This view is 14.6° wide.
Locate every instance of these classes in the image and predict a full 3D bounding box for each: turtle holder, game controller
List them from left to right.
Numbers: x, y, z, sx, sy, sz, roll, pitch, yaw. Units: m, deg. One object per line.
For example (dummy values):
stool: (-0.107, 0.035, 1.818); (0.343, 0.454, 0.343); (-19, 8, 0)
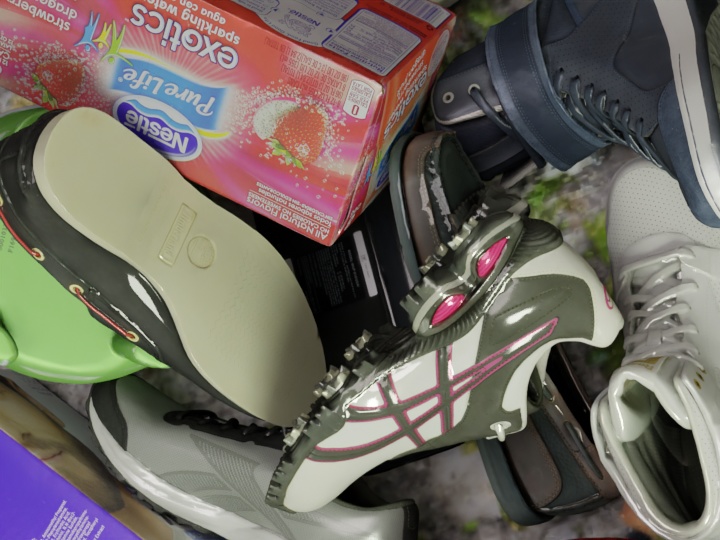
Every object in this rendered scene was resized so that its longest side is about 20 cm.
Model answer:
turtle holder: (-0.168, -0.012, 1.413); (0.185, 0.132, 0.141); (-13, 99, -15)
game controller: (0.000, 0.000, 1.416); (0.104, 0.042, 0.201); (-23, 75, 35)

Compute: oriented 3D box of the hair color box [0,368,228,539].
hair color box: (-0.141, 0.126, 1.423); (0.200, 0.109, 0.065); (33, 99, 22)

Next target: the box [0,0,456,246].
box: (-0.069, -0.108, 1.345); (0.200, 0.100, 0.096); (26, 122, 11)

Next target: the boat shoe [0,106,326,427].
boat shoe: (-0.094, 0.001, 1.339); (0.063, 0.201, 0.074); (-11, 42, 50)

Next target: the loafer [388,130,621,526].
loafer: (0.075, 0.023, 1.336); (0.063, 0.072, 0.201); (-13, 104, 31)

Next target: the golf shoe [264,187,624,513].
golf shoe: (0.032, 0.057, 1.288); (0.088, 0.077, 0.200); (40, 119, -5)

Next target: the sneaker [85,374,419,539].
sneaker: (-0.051, 0.100, 1.398); (0.200, 0.074, 0.080); (32, 106, 24)

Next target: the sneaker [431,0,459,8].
sneaker: (0.051, -0.174, 1.374); (0.199, 0.093, 0.071); (-14, 80, 22)

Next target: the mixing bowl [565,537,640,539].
mixing bowl: (0.123, 0.200, 1.283); (0.200, 0.108, 0.201); (11, 113, 29)

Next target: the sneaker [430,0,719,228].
sneaker: (0.111, -0.064, 1.312); (0.146, 0.077, 0.203); (-29, 36, 17)

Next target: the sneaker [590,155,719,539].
sneaker: (0.146, 0.033, 1.301); (0.073, 0.115, 0.201); (-21, 75, 23)
